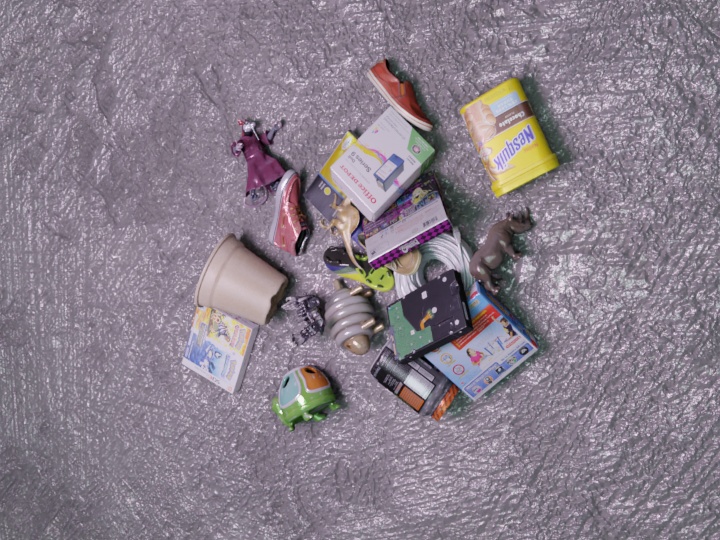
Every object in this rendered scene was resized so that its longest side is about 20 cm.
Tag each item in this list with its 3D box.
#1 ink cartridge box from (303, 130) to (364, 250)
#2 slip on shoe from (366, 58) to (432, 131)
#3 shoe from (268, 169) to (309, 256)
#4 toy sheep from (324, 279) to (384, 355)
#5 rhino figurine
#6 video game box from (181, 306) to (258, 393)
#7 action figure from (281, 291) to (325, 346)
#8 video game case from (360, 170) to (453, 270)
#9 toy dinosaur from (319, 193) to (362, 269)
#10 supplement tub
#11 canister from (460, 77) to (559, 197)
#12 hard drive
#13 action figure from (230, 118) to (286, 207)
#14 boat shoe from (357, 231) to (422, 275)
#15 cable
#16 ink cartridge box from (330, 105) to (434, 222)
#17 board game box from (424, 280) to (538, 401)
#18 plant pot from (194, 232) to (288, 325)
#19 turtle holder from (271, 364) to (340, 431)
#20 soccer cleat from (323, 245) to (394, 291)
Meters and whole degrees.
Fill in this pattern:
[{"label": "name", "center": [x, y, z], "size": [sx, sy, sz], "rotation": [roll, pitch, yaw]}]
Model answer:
[{"label": "ink cartridge box", "center": [-0.011, -0.187, 1.523], "size": [0.200, 0.047, 0.199], "rotation": [44, 112, 11]}, {"label": "slip on shoe", "center": [0.095, -0.390, 1.431], "size": [0.061, 0.074, 0.201], "rotation": [-43, 78, 19]}, {"label": "shoe", "center": [-0.161, -0.137, 1.569], "size": [0.090, 0.071, 0.205], "rotation": [28, 118, 23]}, {"label": "toy sheep", "center": [-0.024, 0.109, 1.540], "size": [0.136, 0.137, 0.204], "rotation": [-33, 58, 23]}, {"label": "rhino figurine", "center": [0.309, -0.053, 1.394], "size": [0.086, 0.060, 0.203], "rotation": [33, 87, 5]}, {"label": "video game box", "center": [-0.383, 0.203, 1.742], "size": [0.178, 0.047, 0.205], "rotation": [24, 108, 13]}, {"label": "action figure", "center": [-0.135, 0.111, 1.536], "size": [0.099, 0.200, 0.122], "rotation": [-20, 88, -7]}, {"label": "video game case", "center": [0.096, -0.113, 1.418], "size": [0.197, 0.184, 0.036], "rotation": [-29, 129, 16]}, {"label": "toy dinosaur", "center": [-0.041, -0.106, 1.486], "size": [0.099, 0.058, 0.207], "rotation": [1, 90, 37]}, {"label": "supplement tub", "center": [0.129, 0.252, 1.504], "size": [0.198, 0.122, 0.124], "rotation": [36, 110, 11]}, {"label": "canister", "center": [0.311, -0.279, 1.355], "size": [0.146, 0.086, 0.204], "rotation": [-26, 88, 23]}, {"label": "hard drive", "center": [0.148, 0.104, 1.402], "size": [0.198, 0.037, 0.143], "rotation": [-32, 53, 32]}, {"label": "action figure", "center": [-0.254, -0.284, 1.592], "size": [0.205, 0.131, 0.149], "rotation": [67, 157, 12]}, {"label": "boat shoe", "center": [0.064, -0.044, 1.453], "size": [0.200, 0.062, 0.075], "rotation": [36, 108, 53]}, {"label": "cable", "center": [0.172, 0.009, 1.472], "size": [0.196, 0.069, 0.205], "rotation": [-21, 92, 24]}, {"label": "ink cartridge box", "center": [0.047, -0.233, 1.424], "size": [0.200, 0.088, 0.145], "rotation": [-44, 83, -5]}, {"label": "board game box", "center": [0.258, 0.161, 1.435], "size": [0.195, 0.056, 0.200], "rotation": [41, 112, -14]}, {"label": "plant pot", "center": [-0.287, 0.038, 1.607], "size": [0.180, 0.201, 0.205], "rotation": [26, 108, 4]}, {"label": "turtle holder", "center": [-0.145, 0.323, 1.635], "size": [0.134, 0.138, 0.186], "rotation": [64, 154, 16]}, {"label": "soccer cleat", "center": [0.000, -0.001, 1.534], "size": [0.196, 0.084, 0.066], "rotation": [24, 75, 23]}]
